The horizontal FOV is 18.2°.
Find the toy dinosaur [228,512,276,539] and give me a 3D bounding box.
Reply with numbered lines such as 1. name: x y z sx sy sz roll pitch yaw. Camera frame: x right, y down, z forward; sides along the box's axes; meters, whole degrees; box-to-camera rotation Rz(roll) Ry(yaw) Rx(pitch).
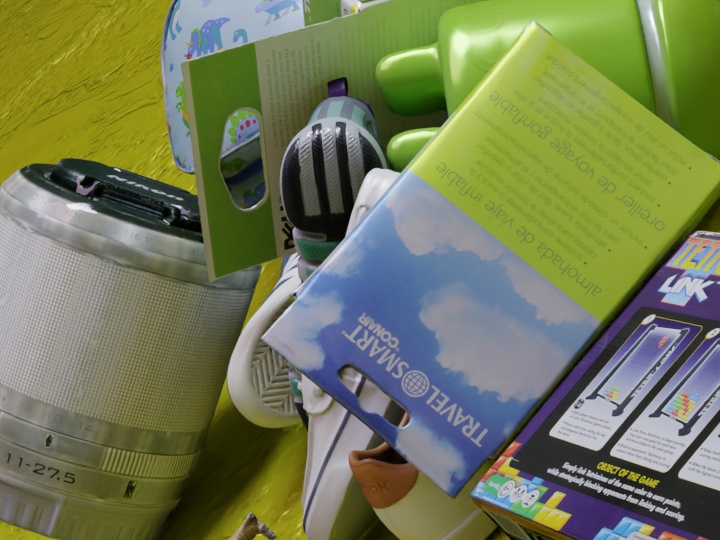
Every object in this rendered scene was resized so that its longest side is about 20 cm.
1. toy dinosaur: -0.070 0.177 1.143 0.101 0.058 0.200 -50 21 -10

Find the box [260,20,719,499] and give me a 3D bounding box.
1. box: 0.063 -0.003 1.042 0.200 0.122 0.048 -49 -12 -10

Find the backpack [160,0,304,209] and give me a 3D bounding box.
1. backpack: -0.035 -0.142 1.446 0.183 0.147 0.200 -30 56 34

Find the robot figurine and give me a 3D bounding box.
1. robot figurine: 0.111 -0.089 1.159 0.200 0.176 0.116 -10 -12 5

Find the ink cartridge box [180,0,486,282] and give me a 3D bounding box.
1. ink cartridge box: -0.013 -0.099 1.244 0.200 0.148 0.076 -19 39 -19

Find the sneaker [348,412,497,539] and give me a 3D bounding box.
1. sneaker: 0.076 0.045 1.080 0.200 0.085 0.073 -47 19 -10

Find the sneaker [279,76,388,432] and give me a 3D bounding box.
1. sneaker: 0.000 0.000 1.198 0.074 0.200 0.088 1 29 5

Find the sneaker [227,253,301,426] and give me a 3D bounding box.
1. sneaker: -0.026 0.022 1.314 0.084 0.075 0.200 -18 24 48

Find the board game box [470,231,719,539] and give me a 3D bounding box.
1. board game box: 0.154 0.066 0.931 0.165 0.057 0.200 -47 20 -12

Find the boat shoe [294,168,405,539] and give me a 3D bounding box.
1. boat shoe: 0.002 0.045 1.133 0.074 0.065 0.200 -7 -60 -61

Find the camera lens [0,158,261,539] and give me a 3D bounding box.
1. camera lens: -0.157 0.044 1.328 0.160 0.160 0.200 -140 68 -69
